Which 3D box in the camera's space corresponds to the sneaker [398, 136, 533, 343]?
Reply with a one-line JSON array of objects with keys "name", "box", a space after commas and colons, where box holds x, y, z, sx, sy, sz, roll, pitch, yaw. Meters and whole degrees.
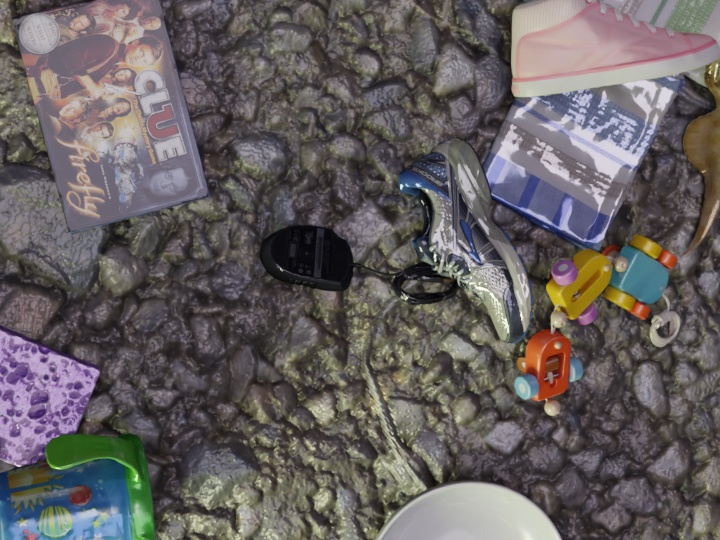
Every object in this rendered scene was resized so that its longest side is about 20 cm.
[{"name": "sneaker", "box": [0.093, -0.018, 1.246, 0.085, 0.077, 0.201, -23, 86, -15]}]

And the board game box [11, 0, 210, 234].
[{"name": "board game box", "box": [-0.228, -0.148, 1.217, 0.134, 0.035, 0.202, -15, 94, -7]}]

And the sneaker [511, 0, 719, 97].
[{"name": "sneaker", "box": [0.235, -0.226, 1.235, 0.198, 0.075, 0.106, -8, 98, 0]}]

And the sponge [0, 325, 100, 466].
[{"name": "sponge", "box": [-0.350, 0.103, 1.211, 0.199, 0.030, 0.112, 23, 90, -9]}]

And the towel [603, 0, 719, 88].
[{"name": "towel", "box": [0.312, -0.281, 1.292, 0.199, 0.031, 0.150, 29, 87, -8]}]

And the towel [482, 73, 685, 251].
[{"name": "towel", "box": [0.213, -0.135, 1.287, 0.146, 0.024, 0.201, 28, 88, -7]}]

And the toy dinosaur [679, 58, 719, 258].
[{"name": "toy dinosaur", "box": [0.366, -0.111, 1.298, 0.100, 0.058, 0.202, 6, 102, 16]}]

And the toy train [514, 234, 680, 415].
[{"name": "toy train", "box": [0.218, 0.042, 1.265, 0.199, 0.056, 0.151, -20, 120, -29]}]

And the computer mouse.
[{"name": "computer mouse", "box": [0.000, 0.000, 1.261, 0.198, 0.034, 0.059, 12, 65, -13]}]

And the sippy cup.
[{"name": "sippy cup", "box": [-0.254, 0.219, 1.165, 0.129, 0.140, 0.179, -4, 100, -18]}]

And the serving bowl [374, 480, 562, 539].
[{"name": "serving bowl", "box": [0.097, 0.295, 1.263, 0.198, 0.066, 0.202, 0, 92, -7]}]
